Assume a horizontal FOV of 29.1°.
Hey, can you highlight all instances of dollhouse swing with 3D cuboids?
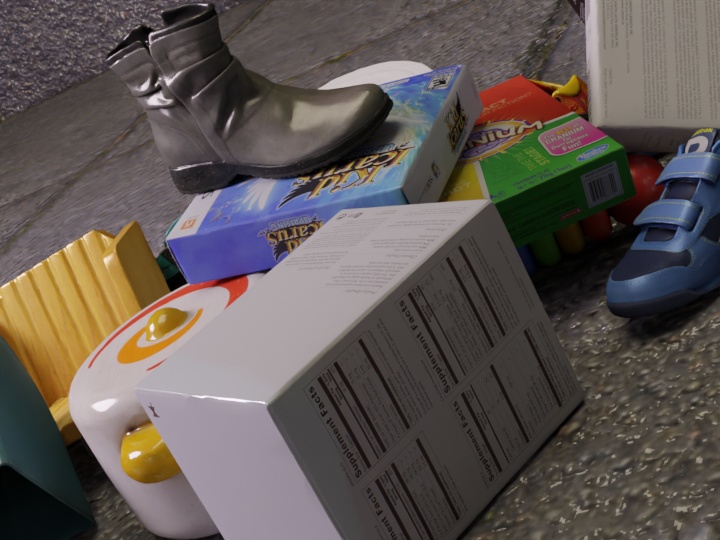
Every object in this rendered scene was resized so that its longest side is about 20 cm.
[{"bbox_3d":[-0.284,0.076,1.235,0.199,0.183,0.176,-29,-6,21],"label":"dollhouse swing"}]

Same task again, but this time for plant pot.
[{"bbox_3d":[-0.324,0.123,1.081,0.140,0.142,0.201,-29,58,3],"label":"plant pot"}]

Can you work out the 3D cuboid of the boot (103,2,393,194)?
[{"bbox_3d":[-0.086,-0.133,0.995,0.198,0.131,0.068,-11,31,28],"label":"boot"}]

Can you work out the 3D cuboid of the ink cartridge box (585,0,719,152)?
[{"bbox_3d":[0.270,-0.171,1.045,0.197,0.163,0.050,2,-17,0],"label":"ink cartridge box"}]

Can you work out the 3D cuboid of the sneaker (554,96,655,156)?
[{"bbox_3d":[0.159,-0.098,1.167,0.198,0.083,0.071,-29,17,0],"label":"sneaker"}]

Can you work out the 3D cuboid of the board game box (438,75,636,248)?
[{"bbox_3d":[0.095,-0.076,1.042,0.152,0.041,0.200,-24,27,-6],"label":"board game box"}]

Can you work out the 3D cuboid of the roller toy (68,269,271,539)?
[{"bbox_3d":[-0.114,0.089,1.006,0.200,0.141,0.182,-42,22,-31],"label":"roller toy"}]

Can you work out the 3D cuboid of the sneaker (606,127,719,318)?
[{"bbox_3d":[0.227,-0.044,0.934,0.200,0.083,0.074,-41,23,-24],"label":"sneaker"}]

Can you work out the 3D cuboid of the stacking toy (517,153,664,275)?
[{"bbox_3d":[0.140,-0.039,1.062,0.198,0.086,0.086,-21,20,12],"label":"stacking toy"}]

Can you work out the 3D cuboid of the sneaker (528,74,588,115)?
[{"bbox_3d":[0.158,-0.141,1.284,0.073,0.078,0.199,-40,13,-26],"label":"sneaker"}]

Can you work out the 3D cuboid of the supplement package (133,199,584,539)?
[{"bbox_3d":[0.002,0.075,0.852,0.200,0.152,0.151,-41,23,-31],"label":"supplement package"}]

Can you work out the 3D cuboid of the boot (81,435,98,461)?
[{"bbox_3d":[-0.135,0.102,1.145,0.198,0.074,0.075,-27,2,-9],"label":"boot"}]

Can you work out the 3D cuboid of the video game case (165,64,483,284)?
[{"bbox_3d":[-0.024,-0.074,1.034,0.198,0.046,0.182,-11,31,27],"label":"video game case"}]

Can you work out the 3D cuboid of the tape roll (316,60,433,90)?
[{"bbox_3d":[-0.004,-0.097,1.231,0.201,0.071,0.203,-22,33,15],"label":"tape roll"}]

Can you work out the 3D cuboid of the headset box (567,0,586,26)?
[{"bbox_3d":[0.280,-0.198,1.111,0.148,0.201,0.077,-32,-18,-3],"label":"headset box"}]

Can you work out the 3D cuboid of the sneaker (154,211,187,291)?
[{"bbox_3d":[-0.123,-0.008,1.297,0.199,0.122,0.084,-12,25,41],"label":"sneaker"}]
